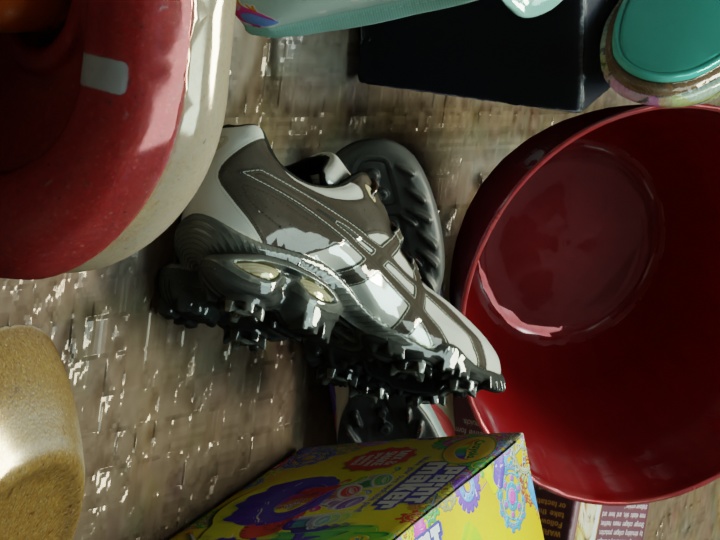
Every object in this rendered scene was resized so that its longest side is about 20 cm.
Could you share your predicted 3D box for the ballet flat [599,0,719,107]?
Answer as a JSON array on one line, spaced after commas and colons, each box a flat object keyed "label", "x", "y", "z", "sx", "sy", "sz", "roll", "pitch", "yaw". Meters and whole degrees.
[{"label": "ballet flat", "x": 0.160, "y": -0.127, "z": 1.275, "sx": 0.071, "sy": 0.069, "sz": 0.200, "roll": 105, "pitch": 12, "yaw": -51}]

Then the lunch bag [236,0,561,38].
[{"label": "lunch bag", "x": 0.029, "y": -0.178, "z": 1.027, "sx": 0.171, "sy": 0.199, "sz": 0.123, "roll": 66, "pitch": 21, "yaw": -62}]

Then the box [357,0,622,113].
[{"label": "box", "x": 0.089, "y": -0.201, "z": 1.293, "sx": 0.200, "sy": 0.117, "sz": 0.198, "roll": -40, "pitch": 135, "yaw": -57}]

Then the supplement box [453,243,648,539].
[{"label": "supplement box", "x": 0.106, "y": 0.072, "z": 1.473, "sx": 0.110, "sy": 0.085, "sz": 0.201, "roll": 11, "pitch": 89, "yaw": -63}]

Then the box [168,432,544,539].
[{"label": "box", "x": 0.000, "y": 0.193, "z": 1.192, "sx": 0.200, "sy": 0.121, "sz": 0.194, "roll": -29, "pitch": 111, "yaw": -60}]

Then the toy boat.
[{"label": "toy boat", "x": -0.118, "y": -0.097, "z": 0.899, "sx": 0.130, "sy": 0.130, "sz": 0.201, "roll": -1, "pitch": 101, "yaw": -35}]

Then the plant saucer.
[{"label": "plant saucer", "x": -0.146, "y": 0.112, "z": 0.899, "sx": 0.201, "sy": 0.035, "sz": 0.200, "roll": -53, "pitch": 166, "yaw": -20}]

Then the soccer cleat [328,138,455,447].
[{"label": "soccer cleat", "x": 0.010, "y": 0.022, "z": 1.289, "sx": 0.073, "sy": 0.068, "sz": 0.201, "roll": -84, "pitch": 169, "yaw": -61}]

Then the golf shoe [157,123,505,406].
[{"label": "golf shoe", "x": 0.000, "y": 0.000, "z": 1.184, "sx": 0.200, "sy": 0.077, "sz": 0.095, "roll": 28, "pitch": 63, "yaw": -48}]

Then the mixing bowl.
[{"label": "mixing bowl", "x": 0.121, "y": 0.001, "z": 1.338, "sx": 0.199, "sy": 0.108, "sz": 0.201, "roll": -7, "pitch": 112, "yaw": -19}]
